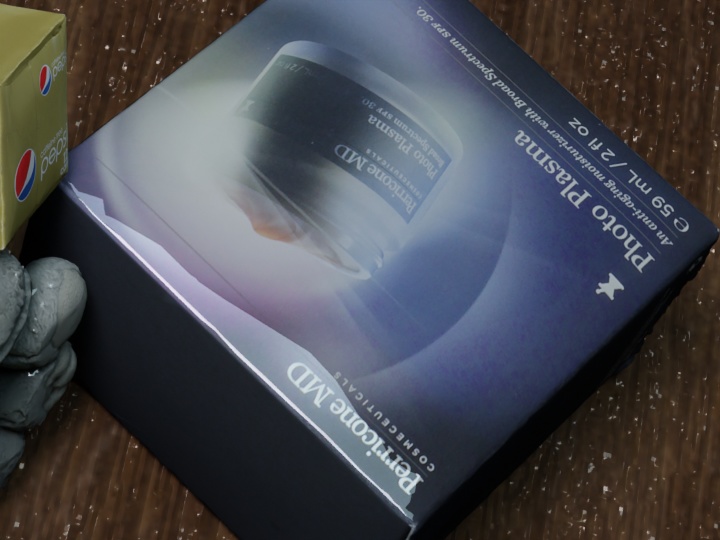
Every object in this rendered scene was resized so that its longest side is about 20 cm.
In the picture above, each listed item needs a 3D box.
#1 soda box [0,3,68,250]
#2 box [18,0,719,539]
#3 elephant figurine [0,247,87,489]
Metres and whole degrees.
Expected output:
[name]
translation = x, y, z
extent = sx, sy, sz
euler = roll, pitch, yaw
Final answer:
[soda box]
translation = -0.208, -0.067, 0.895
extent = 0.200, 0.068, 0.064
euler = 10, 31, 12
[box]
translation = 0.000, 0.000, 1.001
extent = 0.200, 0.123, 0.198
euler = 43, 60, 10
[elephant figurine]
translation = -0.217, 0.008, 0.944
extent = 0.200, 0.155, 0.142
euler = 32, 100, 15
